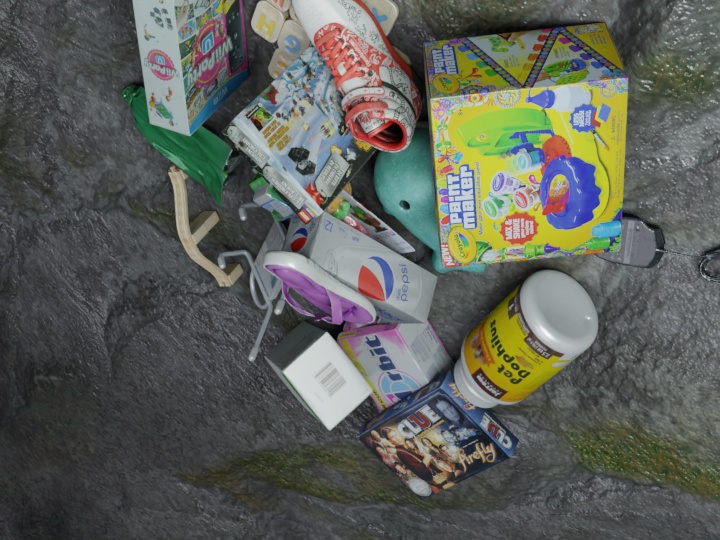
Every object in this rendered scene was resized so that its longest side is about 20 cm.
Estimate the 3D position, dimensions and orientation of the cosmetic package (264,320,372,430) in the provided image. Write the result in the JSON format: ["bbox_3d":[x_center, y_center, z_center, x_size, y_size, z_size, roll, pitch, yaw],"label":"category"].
[{"bbox_3d":[-0.061,0.141,1.556,0.108,0.085,0.200,51,171,-7],"label":"cosmetic package"}]

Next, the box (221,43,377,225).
[{"bbox_3d":[-0.049,-0.162,1.248,0.137,0.201,0.040,47,137,-9],"label":"box"}]

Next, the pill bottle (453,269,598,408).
[{"bbox_3d":[0.196,0.092,1.381,0.109,0.110,0.200,39,138,-1],"label":"pill bottle"}]

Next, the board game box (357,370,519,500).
[{"bbox_3d":[0.101,0.228,1.522,0.135,0.035,0.200,44,137,-7],"label":"board game box"}]

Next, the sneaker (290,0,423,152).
[{"bbox_3d":[-0.005,-0.218,1.218,0.067,0.109,0.201,-25,126,34],"label":"sneaker"}]

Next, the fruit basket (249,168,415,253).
[{"bbox_3d":[-0.041,-0.073,1.394,0.200,0.094,0.185,44,165,-12],"label":"fruit basket"}]

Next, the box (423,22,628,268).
[{"bbox_3d":[0.166,-0.126,1.150,0.189,0.123,0.203,-6,127,4],"label":"box"}]

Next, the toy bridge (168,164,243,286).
[{"bbox_3d":[-0.228,-0.060,1.586,0.027,0.067,0.202,1,126,34],"label":"toy bridge"}]

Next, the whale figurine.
[{"bbox_3d":[0.085,-0.072,1.322,0.157,0.104,0.203,1,124,34],"label":"whale figurine"}]

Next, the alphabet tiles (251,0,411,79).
[{"bbox_3d":[-0.037,-0.266,1.312,0.199,0.015,0.196,36,138,3],"label":"alphabet tiles"}]

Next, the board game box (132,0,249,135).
[{"bbox_3d":[-0.197,-0.286,1.311,0.063,0.148,0.202,17,134,19],"label":"board game box"}]

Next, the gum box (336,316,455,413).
[{"bbox_3d":[0.063,0.138,1.547,0.112,0.066,0.202,-13,117,41],"label":"gum box"}]

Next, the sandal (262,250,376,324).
[{"bbox_3d":[-0.055,0.033,1.309,0.081,0.051,0.202,5,160,36],"label":"sandal"}]

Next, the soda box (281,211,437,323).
[{"bbox_3d":[0.000,0.000,1.354,0.199,0.064,0.068,29,160,-36],"label":"soda box"}]

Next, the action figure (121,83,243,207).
[{"bbox_3d":[-0.245,-0.187,1.500,0.199,0.055,0.119,39,140,11],"label":"action figure"}]

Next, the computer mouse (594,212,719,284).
[{"bbox_3d":[0.344,-0.026,1.239,0.197,0.034,0.060,14,116,19],"label":"computer mouse"}]

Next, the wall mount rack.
[{"bbox_3d":[-0.132,0.012,1.529,0.176,0.073,0.201,64,146,26],"label":"wall mount rack"}]
